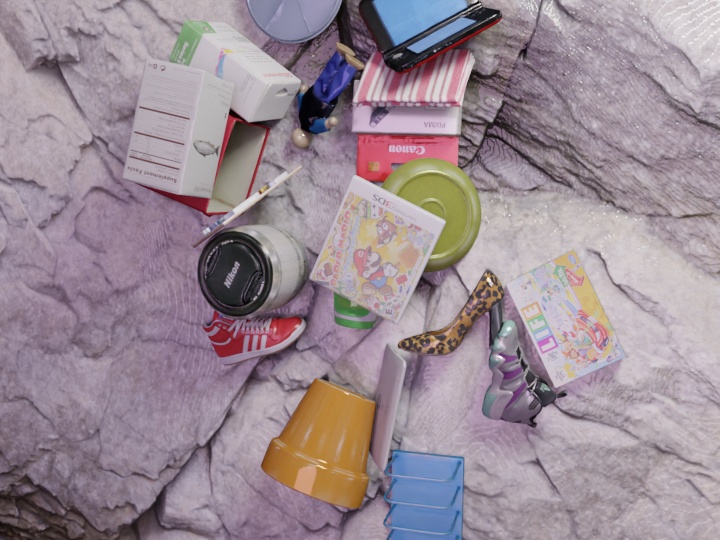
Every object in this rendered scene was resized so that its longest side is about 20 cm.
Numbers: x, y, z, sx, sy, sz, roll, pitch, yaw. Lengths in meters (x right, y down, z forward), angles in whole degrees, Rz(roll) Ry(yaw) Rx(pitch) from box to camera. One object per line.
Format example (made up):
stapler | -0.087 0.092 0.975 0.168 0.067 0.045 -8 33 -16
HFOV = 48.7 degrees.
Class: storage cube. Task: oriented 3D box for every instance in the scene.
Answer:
storage cube | -0.300 -0.217 1.482 0.177 0.171 0.203 23 100 13

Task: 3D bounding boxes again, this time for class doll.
doll | -0.070 -0.308 1.455 0.201 0.048 0.137 -53 49 24

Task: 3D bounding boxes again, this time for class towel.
towel | 0.092 -0.330 1.384 0.196 0.148 0.030 4 138 19

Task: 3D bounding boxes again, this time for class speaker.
speaker | 0.000 0.000 1.459 0.087 0.088 0.204 9 97 15

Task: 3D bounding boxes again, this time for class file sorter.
file sorter | 0.110 0.450 1.445 0.136 0.122 0.205 2 96 16

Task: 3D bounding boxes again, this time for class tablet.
tablet | 0.044 0.246 1.448 0.013 0.130 0.204 9 98 -13

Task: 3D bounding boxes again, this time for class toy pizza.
toy pizza | -0.121 -0.525 1.477 0.196 0.032 0.205 2 96 16

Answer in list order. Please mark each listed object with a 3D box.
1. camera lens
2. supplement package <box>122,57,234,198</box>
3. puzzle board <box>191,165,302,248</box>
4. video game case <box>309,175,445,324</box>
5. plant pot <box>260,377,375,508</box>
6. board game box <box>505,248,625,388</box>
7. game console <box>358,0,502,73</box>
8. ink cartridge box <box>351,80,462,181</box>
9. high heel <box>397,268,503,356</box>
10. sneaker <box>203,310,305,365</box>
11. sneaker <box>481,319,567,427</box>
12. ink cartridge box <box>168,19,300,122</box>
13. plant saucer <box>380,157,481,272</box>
camera lens | -0.194 -0.002 1.454 0.157 0.200 0.164 1 95 15
supplement package | -0.303 -0.234 1.332 0.115 0.117 0.204 15 96 14
puzzle board | -0.206 -0.118 1.425 0.018 0.200 0.150 53 146 -9
video game case | 0.027 -0.035 1.387 0.180 0.023 0.203 26 105 6
plant pot | -0.060 0.306 1.457 0.197 0.200 0.186 20 85 13
board game box | 0.357 0.084 1.388 0.133 0.034 0.203 -27 87 17
game console | 0.114 -0.441 1.353 0.197 0.173 0.120 -28 113 1
ink cartridge box | 0.082 -0.250 1.435 0.196 0.045 0.180 4 95 16
high heel | 0.159 0.074 1.420 0.195 0.071 0.146 -5 100 0
sneaker | -0.209 0.104 1.516 0.197 0.072 0.114 -21 116 18
sneaker | 0.291 0.184 1.373 0.137 0.078 0.203 14 125 19
ink cartridge box | -0.226 -0.365 1.457 0.199 0.145 0.088 36 114 9
plant saucer | 0.122 -0.097 1.406 0.195 0.031 0.205 -1 95 -7
